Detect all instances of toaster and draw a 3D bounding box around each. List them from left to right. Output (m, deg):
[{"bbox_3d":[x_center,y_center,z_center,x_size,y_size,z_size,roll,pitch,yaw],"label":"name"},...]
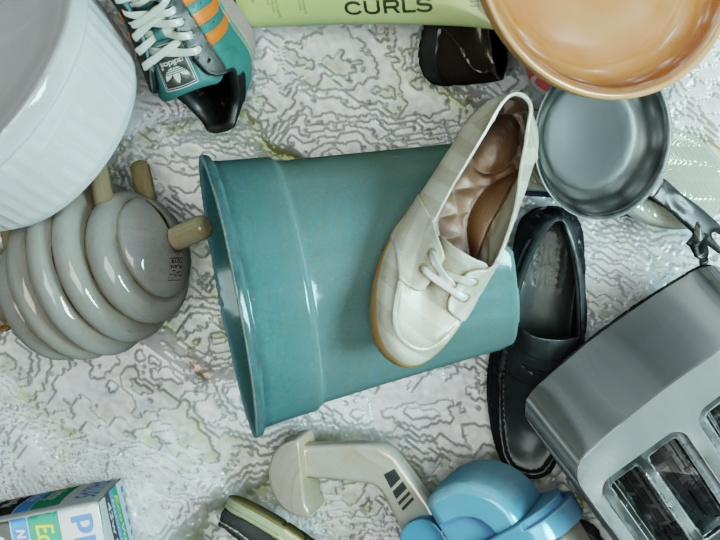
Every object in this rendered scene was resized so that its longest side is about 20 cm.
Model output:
[{"bbox_3d":[0.231,0.110,1.494,0.180,0.119,0.200,-36,117,1],"label":"toaster"}]

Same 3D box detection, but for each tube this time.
[{"bbox_3d":[0.008,-0.205,1.510,0.199,0.052,0.058,-1,134,20],"label":"tube"}]

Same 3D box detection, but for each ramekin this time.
[{"bbox_3d":[-0.244,-0.120,1.483,0.203,0.202,0.094,-49,131,2],"label":"ramekin"}]

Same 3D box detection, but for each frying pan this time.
[{"bbox_3d":[0.197,-0.085,1.492,0.189,0.031,0.116,14,91,-29],"label":"frying pan"}]

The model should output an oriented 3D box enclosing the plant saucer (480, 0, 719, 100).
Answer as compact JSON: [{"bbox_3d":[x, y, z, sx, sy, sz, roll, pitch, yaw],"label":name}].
[{"bbox_3d":[0.161,-0.214,1.437,0.199,0.037,0.202,1,88,-23],"label":"plant saucer"}]

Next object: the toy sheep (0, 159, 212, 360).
[{"bbox_3d":[-0.188,-0.005,1.511,0.199,0.138,0.139,-22,93,35],"label":"toy sheep"}]

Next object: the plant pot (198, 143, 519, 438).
[{"bbox_3d":[0.000,0.000,1.493,0.195,0.200,0.202,-11,93,-8],"label":"plant pot"}]

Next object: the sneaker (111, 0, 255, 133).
[{"bbox_3d":[-0.127,-0.168,1.469,0.071,0.200,0.080,-12,60,21],"label":"sneaker"}]

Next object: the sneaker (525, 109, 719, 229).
[{"bbox_3d":[0.170,-0.080,1.545,0.199,0.084,0.076,14,91,-25],"label":"sneaker"}]

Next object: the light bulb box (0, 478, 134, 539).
[{"bbox_3d":[-0.255,0.269,1.529,0.199,0.125,0.200,-12,92,2],"label":"light bulb box"}]

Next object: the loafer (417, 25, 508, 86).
[{"bbox_3d":[0.101,-0.225,1.525,0.071,0.073,0.201,18,103,27],"label":"loafer"}]

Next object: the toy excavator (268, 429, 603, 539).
[{"bbox_3d":[0.055,0.177,1.538,0.194,0.100,0.201,-30,89,22],"label":"toy excavator"}]

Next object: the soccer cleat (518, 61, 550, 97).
[{"bbox_3d":[0.212,-0.176,1.521,0.199,0.073,0.068,-26,134,-1],"label":"soccer cleat"}]

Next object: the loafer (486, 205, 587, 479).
[{"bbox_3d":[0.129,0.053,1.545,0.068,0.070,0.202,6,94,0],"label":"loafer"}]

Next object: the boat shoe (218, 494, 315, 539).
[{"bbox_3d":[-0.028,0.242,1.555,0.200,0.072,0.066,36,87,-6],"label":"boat shoe"}]

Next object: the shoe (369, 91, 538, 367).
[{"bbox_3d":[0.064,-0.031,1.395,0.070,0.053,0.201,27,76,-9],"label":"shoe"}]
